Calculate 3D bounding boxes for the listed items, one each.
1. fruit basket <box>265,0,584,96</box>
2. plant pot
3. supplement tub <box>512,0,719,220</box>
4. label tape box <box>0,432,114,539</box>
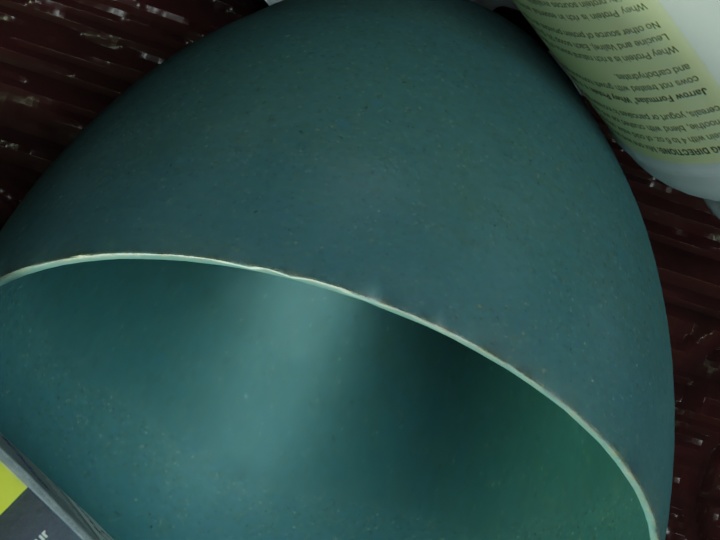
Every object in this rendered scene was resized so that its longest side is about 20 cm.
[{"bbox_3d":[0.084,-0.150,0.814,0.184,0.094,0.201,15,94,-20],"label":"fruit basket"},{"bbox_3d":[0.000,0.000,0.764,0.199,0.200,0.135,31,57,-20],"label":"plant pot"},{"bbox_3d":[0.099,-0.110,0.719,0.145,0.145,0.200,-46,118,-9],"label":"supplement tub"},{"bbox_3d":[-0.130,0.112,0.739,0.143,0.066,0.200,-43,130,-4],"label":"label tape box"}]
